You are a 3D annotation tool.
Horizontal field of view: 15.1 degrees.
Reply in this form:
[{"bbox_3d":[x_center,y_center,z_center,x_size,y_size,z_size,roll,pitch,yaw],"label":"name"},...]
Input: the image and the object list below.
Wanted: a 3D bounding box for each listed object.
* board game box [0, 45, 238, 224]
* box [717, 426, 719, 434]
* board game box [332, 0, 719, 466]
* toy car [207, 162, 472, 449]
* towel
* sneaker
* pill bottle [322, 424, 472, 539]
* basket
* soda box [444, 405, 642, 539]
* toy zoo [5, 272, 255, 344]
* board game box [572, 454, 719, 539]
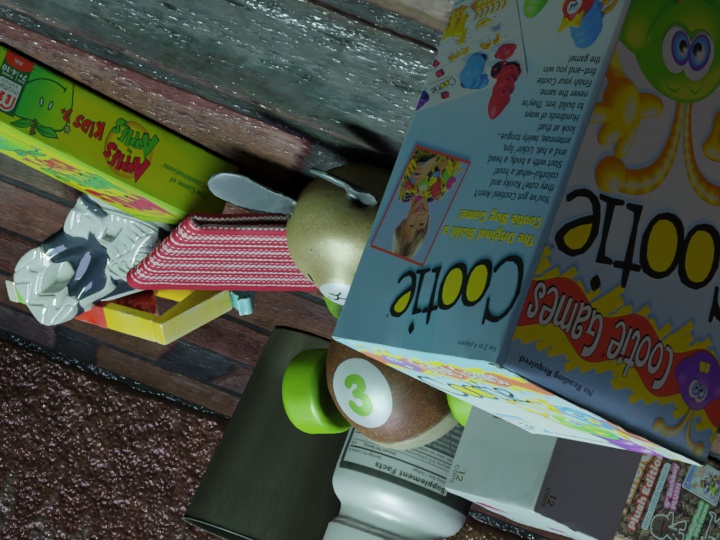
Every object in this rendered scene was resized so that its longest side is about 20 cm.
[{"bbox_3d":[-0.191,-0.089,1.822,0.200,0.048,0.101,27,169,-34],"label":"board game box"},{"bbox_3d":[0.224,0.058,1.709,0.199,0.048,0.193,17,162,8],"label":"box"},{"bbox_3d":[0.089,-0.046,0.970,0.103,0.201,0.105,26,170,-33],"label":"board game box"},{"bbox_3d":[0.000,0.000,1.664,0.164,0.158,0.200,-3,146,39],"label":"toy car"},{"bbox_3d":[-0.073,-0.014,1.866,0.144,0.023,0.200,0,169,-17],"label":"towel"},{"bbox_3d":[-0.157,-0.033,2.028,0.080,0.129,0.199,54,131,5],"label":"sneaker"},{"bbox_3d":[0.045,0.148,2.209,0.115,0.201,0.116,20,172,3],"label":"pill bottle"},{"bbox_3d":[-0.065,0.166,2.561,0.136,0.201,0.180,14,170,32],"label":"basket"},{"bbox_3d":[0.116,0.031,1.362,0.064,0.201,0.068,26,170,-40],"label":"soda box"},{"bbox_3d":[-0.161,0.005,2.116,0.199,0.131,0.021,14,127,37],"label":"toy zoo"},{"bbox_3d":[0.223,0.192,2.404,0.200,0.097,0.159,26,169,-31],"label":"board game box"}]
